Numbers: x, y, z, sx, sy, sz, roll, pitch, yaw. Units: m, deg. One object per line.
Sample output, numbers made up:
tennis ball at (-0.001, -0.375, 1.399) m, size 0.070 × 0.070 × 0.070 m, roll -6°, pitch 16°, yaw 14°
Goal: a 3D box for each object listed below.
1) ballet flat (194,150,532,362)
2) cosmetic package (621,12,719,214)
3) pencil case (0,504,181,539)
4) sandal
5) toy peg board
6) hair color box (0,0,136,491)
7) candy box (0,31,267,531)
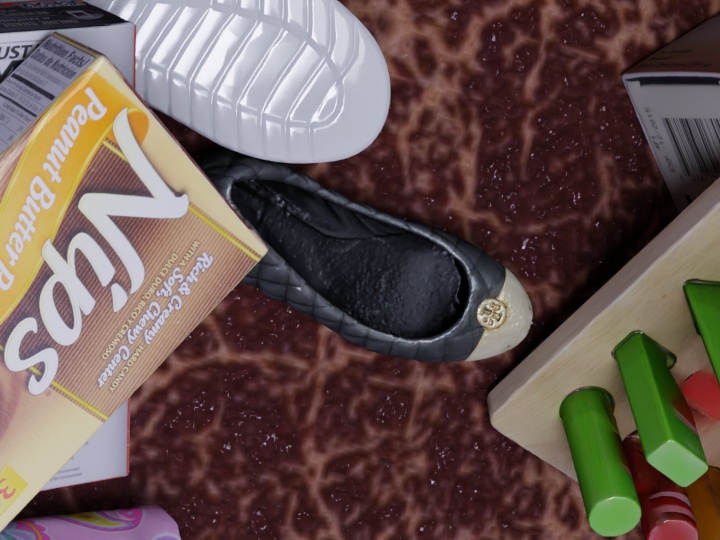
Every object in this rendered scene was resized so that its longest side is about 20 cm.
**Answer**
ballet flat at (0.000, 0.000, 1.076) m, size 0.199 × 0.057 × 0.067 m, roll 21°, pitch 86°, yaw -28°
cosmetic package at (0.246, -0.108, 1.171) m, size 0.199 × 0.103 × 0.088 m, roll -32°, pitch 107°, yaw -23°
pencil case at (-0.169, 0.155, 0.991) m, size 0.199 × 0.087 × 0.088 m, roll -9°, pitch 99°, yaw -26°
sandal at (-0.081, -0.107, 1.026) m, size 0.202 × 0.050 × 0.083 m, roll 17°, pitch 103°, yaw -15°
toy peg board at (0.202, 0.077, 1.113) m, size 0.199 × 0.098 × 0.200 m, roll 34°, pitch 116°, yaw -26°
hair color box at (-0.151, -0.008, 0.971) m, size 0.101 × 0.061 × 0.201 m, roll -7°, pitch 110°, yaw -31°
candy box at (-0.145, 0.019, 0.912) m, size 0.200 × 0.055 × 0.116 m, roll -47°, pitch 124°, yaw -10°
